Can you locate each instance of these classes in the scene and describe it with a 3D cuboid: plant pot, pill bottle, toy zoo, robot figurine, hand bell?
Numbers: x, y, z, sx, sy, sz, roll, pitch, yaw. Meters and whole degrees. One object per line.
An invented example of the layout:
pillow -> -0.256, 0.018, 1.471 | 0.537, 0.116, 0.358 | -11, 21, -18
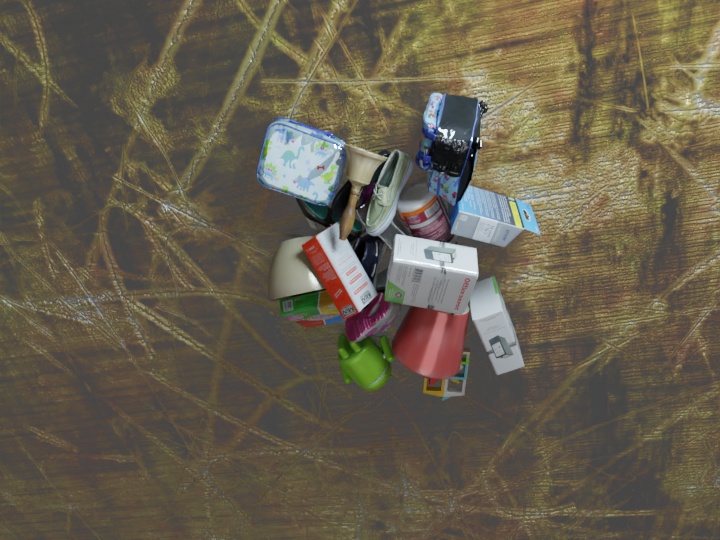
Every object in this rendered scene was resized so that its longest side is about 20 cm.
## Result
plant pot -> 0.197, 0.152, 1.534 | 0.194, 0.202, 0.182 | 14, 115, -5
pill bottle -> 0.169, -0.104, 1.401 | 0.107, 0.111, 0.203 | -20, 120, 18
toy zoo -> 0.252, 0.310, 1.725 | 0.126, 0.021, 0.205 | 3, 124, 3
robot figurine -> 0.012, 0.258, 1.654 | 0.173, 0.117, 0.201 | -30, 117, 17
hand bell -> -0.016, -0.167, 1.295 | 0.101, 0.104, 0.206 | 15, 102, -6
plant pot -> -0.148, -0.009, 1.466 | 0.194, 0.200, 0.139 | -12, 87, 13

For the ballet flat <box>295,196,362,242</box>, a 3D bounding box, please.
ballet flat -> -0.088, -0.125, 1.440 | 0.196, 0.069, 0.069 | 31, 130, -14

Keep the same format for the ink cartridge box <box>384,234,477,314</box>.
ink cartridge box -> 0.163, 0.011, 1.359 | 0.193, 0.086, 0.148 | 10, 138, 0

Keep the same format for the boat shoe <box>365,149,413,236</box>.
boat shoe -> 0.055, -0.182, 1.342 | 0.061, 0.071, 0.205 | 21, 93, -49

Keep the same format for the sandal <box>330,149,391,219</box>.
sandal -> 0.006, -0.192, 1.351 | 0.201, 0.048, 0.075 | -46, 149, 11

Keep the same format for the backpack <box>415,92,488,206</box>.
backpack -> 0.190, -0.256, 1.266 | 0.130, 0.186, 0.204 | 12, 137, 6

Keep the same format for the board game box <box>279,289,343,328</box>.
board game box -> -0.109, 0.103, 1.537 | 0.148, 0.042, 0.200 | -12, 162, 13

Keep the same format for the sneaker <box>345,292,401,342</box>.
sneaker -> 0.035, 0.130, 1.508 | 0.086, 0.084, 0.198 | 10, 148, -39

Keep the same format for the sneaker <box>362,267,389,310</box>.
sneaker -> 0.075, 0.060, 1.548 | 0.197, 0.072, 0.100 | -28, 120, 28

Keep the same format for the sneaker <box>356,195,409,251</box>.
sneaker -> 0.054, -0.120, 1.431 | 0.072, 0.085, 0.202 | -37, 92, 12

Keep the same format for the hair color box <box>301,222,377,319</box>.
hair color box -> -0.048, 0.000, 1.386 | 0.060, 0.101, 0.204 | -26, 96, 38

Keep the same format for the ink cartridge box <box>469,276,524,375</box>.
ink cartridge box -> 0.354, 0.146, 1.529 | 0.082, 0.147, 0.203 | -19, 121, 16

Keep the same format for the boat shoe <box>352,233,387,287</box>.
boat shoe -> 0.000, 0.000, 1.470 | 0.073, 0.091, 0.206 | 27, 111, 32

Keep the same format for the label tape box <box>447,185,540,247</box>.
label tape box -> 0.306, -0.124, 1.354 | 0.193, 0.145, 0.068 | 16, 125, -6

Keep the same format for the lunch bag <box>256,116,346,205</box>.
lunch bag -> -0.132, -0.252, 1.337 | 0.194, 0.083, 0.165 | 17, 111, -6
